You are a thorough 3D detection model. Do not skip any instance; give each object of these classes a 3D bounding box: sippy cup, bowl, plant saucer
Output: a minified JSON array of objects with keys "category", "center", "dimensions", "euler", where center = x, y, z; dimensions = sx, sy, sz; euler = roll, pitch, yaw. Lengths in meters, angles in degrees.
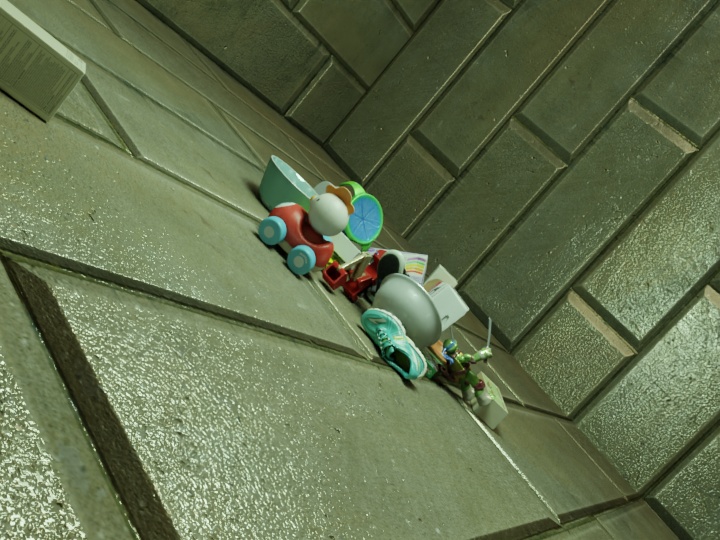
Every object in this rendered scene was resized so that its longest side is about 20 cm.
[{"category":"sippy cup","center":[-0.026,-0.145,1.997],"dimensions":[0.138,0.183,0.129],"euler":[27,-13,-37]},{"category":"bowl","center":[-0.195,-0.198,1.912],"dimensions":[0.200,0.105,0.201],"euler":[42,10,-9]},{"category":"bowl","center":[0.093,0.118,1.703],"dimensions":[0.199,0.090,0.205],"euler":[31,-40,30]},{"category":"plant saucer","center":[0.224,0.242,2.010],"dimensions":[0.200,0.037,0.200],"euler":[44,9,-9]}]

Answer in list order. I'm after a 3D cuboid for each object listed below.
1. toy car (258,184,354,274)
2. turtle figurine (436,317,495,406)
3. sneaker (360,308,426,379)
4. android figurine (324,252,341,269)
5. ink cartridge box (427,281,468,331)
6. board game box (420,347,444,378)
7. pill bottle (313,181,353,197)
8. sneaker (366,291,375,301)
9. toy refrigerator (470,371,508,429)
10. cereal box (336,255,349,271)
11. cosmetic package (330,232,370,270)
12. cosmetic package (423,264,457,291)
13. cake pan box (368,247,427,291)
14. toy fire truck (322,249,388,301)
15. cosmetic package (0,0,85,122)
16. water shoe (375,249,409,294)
[{"category":"toy car","center":[-0.101,-0.121,1.620],"dimensions":[0.177,0.201,0.184],"euler":[43,18,3]},{"category":"turtle figurine","center":[0.292,0.234,1.852],"dimensions":[0.198,0.141,0.201],"euler":[66,30,-18]},{"category":"sneaker","center":[0.071,0.163,1.605],"dimensions":[0.200,0.078,0.079],"euler":[46,22,20]},{"category":"android figurine","center":[-0.113,-0.052,1.840],"dimensions":[0.183,0.041,0.199],"euler":[48,12,22]},{"category":"ink cartridge box","center":[0.190,0.106,1.855],"dimensions":[0.084,0.144,0.200],"euler":[52,0,-1]},{"category":"board game box","center":[0.135,0.194,1.862],"dimensions":[0.200,0.029,0.134],"euler":[47,9,16]},{"category":"pill bottle","center":[-0.059,-0.177,2.131],"dimensions":[0.199,0.116,0.116],"euler":[32,14,-47]},{"category":"sneaker","center":[0.071,0.053,2.006],"dimensions":[0.077,0.092,0.200],"euler":[41,10,-5]},{"category":"toy refrigerator","center":[0.350,0.353,1.970],"dimensions":[0.076,0.070,0.200],"euler":[43,10,-3]},{"category":"cereal box","center":[-0.064,-0.067,2.103],"dimensions":[0.200,0.040,0.143],"euler":[48,10,28]},{"category":"cosmetic package","center":[-0.051,-0.067,1.880],"dimensions":[0.200,0.050,0.083],"euler":[47,-4,41]},{"category":"cosmetic package","center":[0.182,0.082,2.012],"dimensions":[0.071,0.201,0.105],"euler":[42,8,2]},{"category":"cake pan box","center":[0.082,0.003,1.979],"dimensions":[0.194,0.054,0.185],"euler":[8,25,10]},{"category":"toy fire truck","center":[0.000,0.000,1.760],"dimensions":[0.049,0.198,0.143],"euler":[42,-23,29]},{"category":"cosmetic package","center":[-0.530,-0.335,1.086],"dimensions":[0.199,0.104,0.073],"euler":[40,8,-31]},{"category":"water shoe","center":[0.084,0.011,1.776],"dimensions":[0.071,0.078,0.203],"euler":[42,-35,22]}]
